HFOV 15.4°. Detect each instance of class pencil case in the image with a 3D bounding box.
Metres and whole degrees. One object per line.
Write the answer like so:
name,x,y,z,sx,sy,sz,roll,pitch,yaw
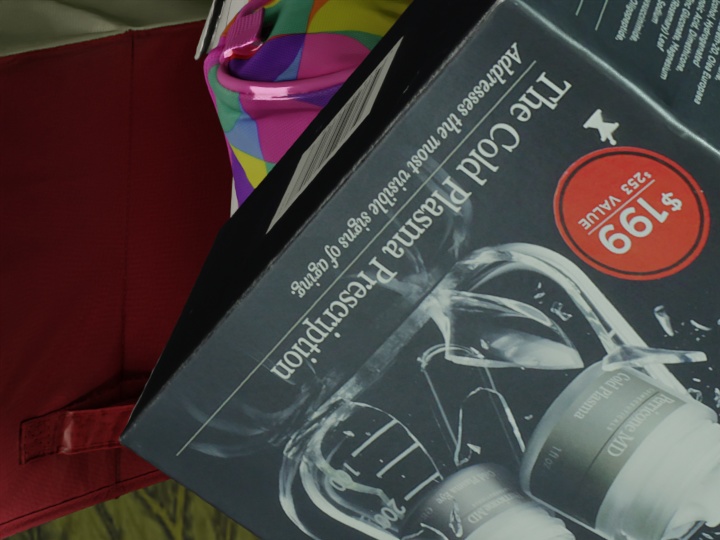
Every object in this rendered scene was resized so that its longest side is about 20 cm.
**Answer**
pencil case,0.000,0.000,0.897,0.088,0.088,0.201,20,132,38

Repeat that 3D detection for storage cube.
storage cube,-0.143,-0.024,1.003,0.199,0.170,0.181,21,115,38

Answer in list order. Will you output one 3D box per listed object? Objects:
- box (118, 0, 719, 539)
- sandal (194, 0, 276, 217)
box,0.067,0.013,0.736,0.182,0.104,0.200,34,129,-10
sandal,-0.025,-0.068,0.938,0.059,0.079,0.208,37,123,48
